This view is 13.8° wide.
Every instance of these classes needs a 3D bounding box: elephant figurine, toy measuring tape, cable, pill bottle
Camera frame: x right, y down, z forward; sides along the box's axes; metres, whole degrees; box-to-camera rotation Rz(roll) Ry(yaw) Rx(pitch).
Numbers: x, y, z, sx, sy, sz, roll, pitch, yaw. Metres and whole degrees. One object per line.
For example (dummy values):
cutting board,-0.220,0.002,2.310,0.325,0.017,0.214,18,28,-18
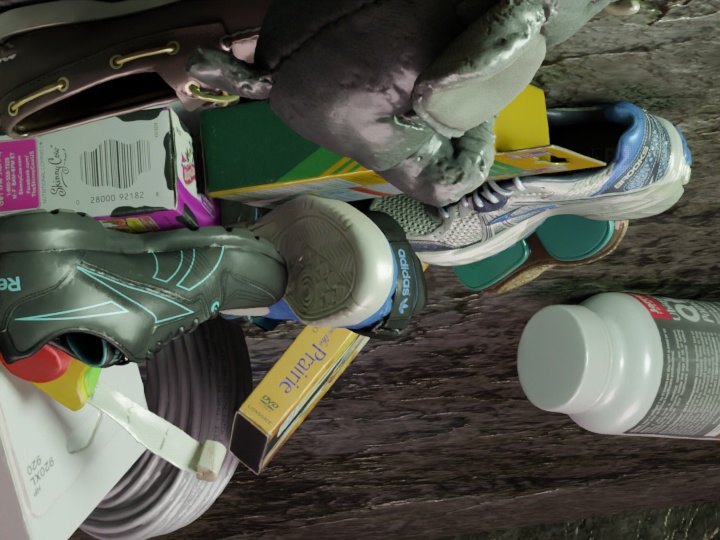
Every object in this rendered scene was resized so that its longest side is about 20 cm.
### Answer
elephant figurine,0.053,-0.128,1.329,0.141,0.155,0.200,43,140,-10
toy measuring tape,-0.143,0.047,1.659,0.200,0.074,0.073,36,153,-19
cable,-0.154,0.087,2.044,0.069,0.200,0.200,6,127,-42
pill bottle,0.221,0.075,2.335,0.199,0.111,0.110,5,165,-39

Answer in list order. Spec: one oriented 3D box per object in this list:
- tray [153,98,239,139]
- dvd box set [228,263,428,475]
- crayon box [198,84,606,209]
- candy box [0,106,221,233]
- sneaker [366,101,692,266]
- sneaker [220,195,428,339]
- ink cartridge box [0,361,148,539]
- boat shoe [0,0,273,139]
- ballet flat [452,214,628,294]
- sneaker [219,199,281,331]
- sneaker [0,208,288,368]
tray,-0.176,-0.080,1.672,0.199,0.022,0.107,1,166,-25
dvd box set,-0.011,0.037,1.932,0.029,0.200,0.146,38,166,5
crayon box,0.025,-0.074,1.666,0.199,0.052,0.126,-7,175,18
candy box,-0.186,-0.038,1.664,0.199,0.061,0.136,-6,168,6
sneaker,0.090,-0.063,1.762,0.199,0.078,0.085,-16,155,18
sneaker,0.000,-0.001,1.712,0.111,0.077,0.200,1,176,-27
ink cartridge box,-0.251,0.072,1.780,0.199,0.145,0.147,3,-148,27
boat shoe,-0.089,-0.107,1.476,0.199,0.060,0.072,-7,167,15
ballet flat,0.127,-0.036,1.930,0.065,0.071,0.200,-29,-175,-30
sneaker,-0.080,-0.012,1.847,0.073,0.082,0.200,-38,168,6
sneaker,-0.123,0.016,1.608,0.199,0.080,0.075,4,165,-39
